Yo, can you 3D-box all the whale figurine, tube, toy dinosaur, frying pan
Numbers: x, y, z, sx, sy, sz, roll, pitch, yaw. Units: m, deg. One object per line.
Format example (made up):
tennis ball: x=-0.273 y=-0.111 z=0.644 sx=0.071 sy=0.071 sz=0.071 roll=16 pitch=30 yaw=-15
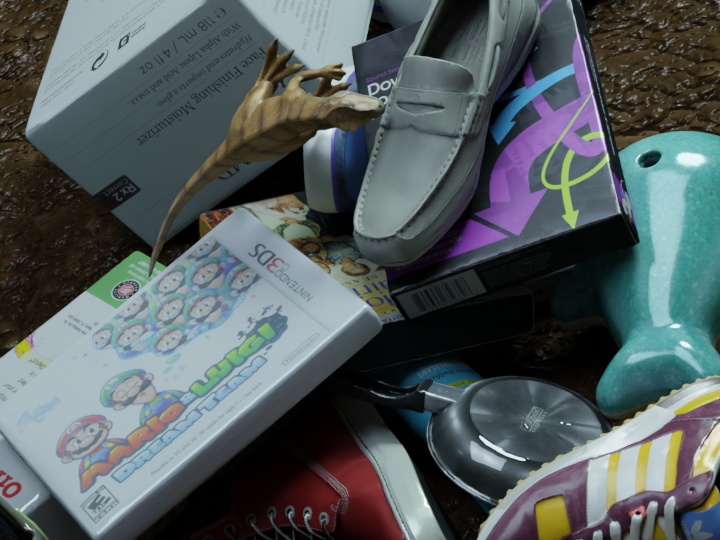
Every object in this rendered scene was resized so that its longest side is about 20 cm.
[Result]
whale figurine: x=0.176 y=-0.003 z=1.559 sx=0.159 sy=0.104 sz=0.200 roll=-10 pitch=35 yaw=24
tube: x=0.067 y=0.094 z=1.561 sx=0.077 sy=0.051 sz=0.200 roll=-16 pitch=31 yaw=-21
toy dinosaur: x=-0.061 y=-0.082 z=1.608 sx=0.200 sy=0.060 sz=0.106 roll=-30 pitch=18 yaw=45
frying pan: x=0.068 y=0.075 z=1.527 sx=0.115 sy=0.031 sz=0.190 roll=-22 pitch=47 yaw=-41

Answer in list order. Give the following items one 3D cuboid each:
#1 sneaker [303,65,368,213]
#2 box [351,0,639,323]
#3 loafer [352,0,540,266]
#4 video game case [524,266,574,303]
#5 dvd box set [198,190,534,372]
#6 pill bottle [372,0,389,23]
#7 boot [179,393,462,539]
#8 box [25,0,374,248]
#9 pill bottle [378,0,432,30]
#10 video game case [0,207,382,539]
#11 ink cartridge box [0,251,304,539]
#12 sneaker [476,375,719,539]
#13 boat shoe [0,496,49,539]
sneaker: x=0.058 y=-0.092 z=1.710 sx=0.146 sy=0.081 sz=0.200 roll=3 pitch=23 yaw=18
box: x=0.074 y=-0.076 z=1.594 sx=0.143 sy=0.036 sz=0.200 roll=-20 pitch=48 yaw=13
loafer: x=0.042 y=-0.095 z=1.554 sx=0.070 sy=0.070 sz=0.200 roll=6 pitch=59 yaw=31
video game case: x=0.058 y=-0.028 z=1.753 sx=0.182 sy=0.023 sz=0.200 roll=-19 pitch=33 yaw=12
dvd box set: x=0.000 y=0.000 z=1.657 sx=0.146 sy=0.029 sz=0.200 roll=-12 pitch=27 yaw=-17
pill bottle: x=0.016 y=-0.288 z=1.968 sx=0.113 sy=0.200 sz=0.114 roll=-18 pitch=34 yaw=13
boot: x=-0.027 y=0.151 z=1.531 sx=0.144 sy=0.073 sz=0.200 roll=-31 pitch=26 yaw=-5
box: x=-0.105 y=-0.158 z=1.890 sx=0.199 sy=0.131 sz=0.200 roll=-34 pitch=28 yaw=29
pill bottle: x=0.110 y=-0.232 z=1.908 sx=0.200 sy=0.112 sz=0.112 roll=-40 pitch=36 yaw=-19
video game case: x=-0.104 y=0.059 z=1.569 sx=0.200 sy=0.024 sz=0.182 roll=-40 pitch=32 yaw=-8
ink cartridge box: x=-0.160 y=0.096 z=1.679 sx=0.200 sy=0.084 sz=0.145 roll=-40 pitch=37 yaw=-18
sneaker: x=0.147 y=0.130 z=1.431 sx=0.200 sy=0.075 sz=0.090 roll=-36 pitch=29 yaw=-11
boat shoe: x=-0.203 y=0.173 z=1.534 sx=0.202 sy=0.060 sz=0.072 roll=42 pitch=71 yaw=11
